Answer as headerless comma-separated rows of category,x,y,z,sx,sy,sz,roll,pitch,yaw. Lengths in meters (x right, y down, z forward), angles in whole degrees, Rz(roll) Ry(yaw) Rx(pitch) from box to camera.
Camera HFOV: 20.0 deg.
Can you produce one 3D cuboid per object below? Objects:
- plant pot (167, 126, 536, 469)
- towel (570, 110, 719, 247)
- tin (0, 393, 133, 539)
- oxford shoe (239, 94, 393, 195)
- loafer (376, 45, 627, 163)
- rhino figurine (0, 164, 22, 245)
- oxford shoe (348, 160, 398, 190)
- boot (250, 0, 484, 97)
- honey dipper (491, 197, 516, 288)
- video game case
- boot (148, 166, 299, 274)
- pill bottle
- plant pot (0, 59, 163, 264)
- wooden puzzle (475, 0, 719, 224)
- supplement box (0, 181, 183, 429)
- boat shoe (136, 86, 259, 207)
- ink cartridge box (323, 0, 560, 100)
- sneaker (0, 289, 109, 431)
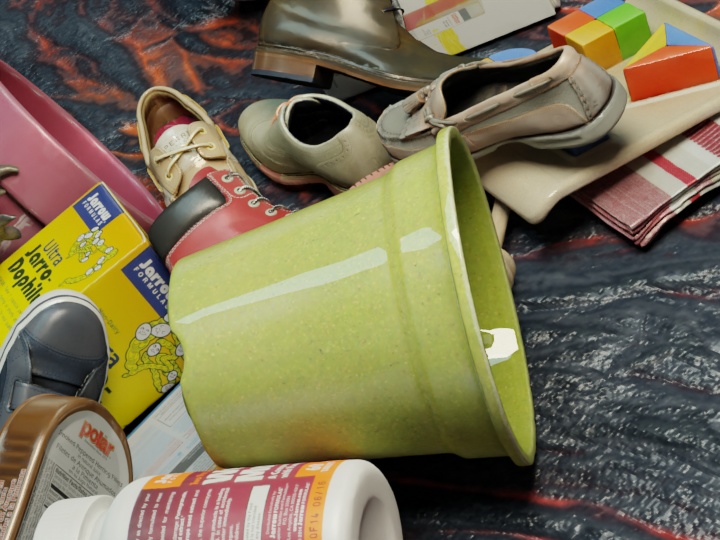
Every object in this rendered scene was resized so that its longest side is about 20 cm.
plant pot,-0.008,0.035,1.201,0.182,0.201,0.201,-13,38,11
towel,0.226,-0.102,1.370,0.199,0.023,0.144,-35,32,-7
tin,-0.196,0.173,1.263,0.041,0.112,0.202,2,61,26
oxford shoe,-0.037,-0.107,1.517,0.071,0.074,0.199,-48,34,-16
loafer,0.081,-0.114,1.334,0.199,0.063,0.072,-4,50,44
rhino figurine,-0.303,0.002,1.409,0.087,0.060,0.200,36,72,14
oxford shoe,0.000,0.000,1.396,0.200,0.071,0.074,-44,59,-15
boot,0.020,-0.179,1.506,0.198,0.098,0.075,7,1,7
honey dipper,0.096,-0.037,1.384,0.038,0.038,0.201,-14,34,24
video game case,-0.099,0.145,1.321,0.143,0.018,0.199,-45,36,-19
boot,-0.036,-0.031,1.341,0.199,0.073,0.145,-25,61,-2
pill bottle,-0.082,0.170,1.172,0.198,0.110,0.110,-6,41,19
plant pot,-0.271,-0.034,1.542,0.179,0.200,0.200,-48,35,4
wooden puzzle,0.154,-0.127,1.394,0.199,0.047,0.185,-33,32,-9
supplement box,-0.212,0.056,1.426,0.200,0.109,0.110,-40,35,-3
boat shoe,-0.135,-0.083,1.583,0.073,0.069,0.200,-34,34,-3
ink cartridge box,0.049,-0.236,1.616,0.198,0.084,0.146,-20,36,17
sneaker,-0.212,0.116,1.339,0.202,0.078,0.079,-68,26,10
